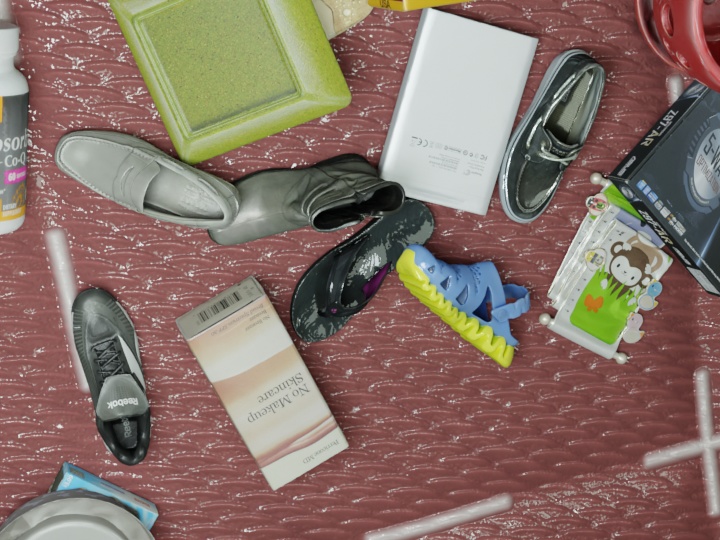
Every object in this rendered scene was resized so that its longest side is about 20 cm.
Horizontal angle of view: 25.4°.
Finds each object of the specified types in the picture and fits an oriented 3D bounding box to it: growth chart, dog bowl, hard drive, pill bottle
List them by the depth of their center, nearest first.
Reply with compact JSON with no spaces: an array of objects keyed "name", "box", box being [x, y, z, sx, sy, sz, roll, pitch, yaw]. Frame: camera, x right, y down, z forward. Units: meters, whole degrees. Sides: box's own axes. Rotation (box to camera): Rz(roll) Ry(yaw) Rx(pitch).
[{"name":"pill bottle","box":[-0.385,-0.141,1.564,0.115,0.116,0.202,1,105,-15]},{"name":"dog bowl","box":[-0.309,0.326,1.702,0.199,0.059,0.202,-4,106,-13]},{"name":"hard drive","box":[0.103,-0.172,1.730,0.131,0.027,0.201,13,102,-17]},{"name":"growth chart","box":[0.290,0.001,1.832,0.144,0.018,0.201,17,101,-19]}]

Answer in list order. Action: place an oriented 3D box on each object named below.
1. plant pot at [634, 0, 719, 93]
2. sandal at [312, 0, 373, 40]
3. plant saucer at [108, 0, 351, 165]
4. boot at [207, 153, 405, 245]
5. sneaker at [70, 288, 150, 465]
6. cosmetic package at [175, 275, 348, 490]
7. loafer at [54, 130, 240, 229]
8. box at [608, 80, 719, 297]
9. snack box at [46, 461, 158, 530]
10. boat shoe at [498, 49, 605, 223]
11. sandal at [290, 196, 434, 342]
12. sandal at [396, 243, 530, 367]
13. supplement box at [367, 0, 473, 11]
[{"name":"plant pot","box":[0.403,-0.285,1.692,0.199,0.182,0.202,-3,103,-13]},{"name":"sandal","box":[-0.070,-0.234,1.644,0.211,0.070,0.078,-37,111,-2]},{"name":"plant saucer","box":[-0.137,-0.219,1.597,0.199,0.048,0.201,-19,106,16]},{"name":"boot","box":[-0.060,-0.068,1.660,0.199,0.131,0.068,-20,109,-8]},{"name":"sneaker","box":[-0.257,0.118,1.682,0.066,0.091,0.201,-14,108,-11]},{"name":"cosmetic package","box":[-0.106,0.121,1.724,0.103,0.087,0.201,-31,110,-5]},{"name":"loafer","box":[-0.219,-0.093,1.628,0.199,0.070,0.070,17,102,-1]},{"name":"box","box":[0.399,-0.093,1.809,0.160,0.044,0.200,-46,111,-7]},{"name":"snack box","box":[-0.321,0.322,1.750,0.116,0.037,0.201,28,97,-19]},{"name":"boat shoe","box":[0.207,-0.144,1.740,0.072,0.071,0.201,15,101,-18]},{"name":"sandal","box":[0.000,-0.001,1.738,0.200,0.048,0.075,-45,111,0]},{"name":"sandal","box":[0.118,0.022,1.757,0.200,0.079,0.087,38,89,-38]},{"name":"supplement box","box":[0.065,-0.372,1.622,0.110,0.086,0.202,-12,107,-25]}]
